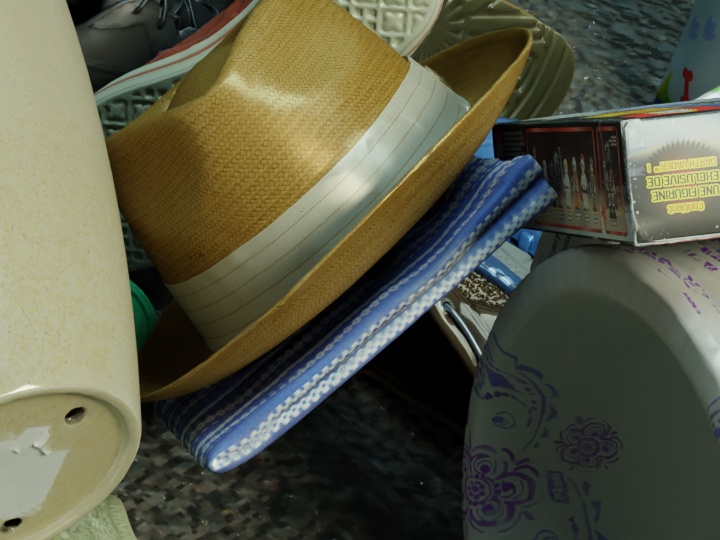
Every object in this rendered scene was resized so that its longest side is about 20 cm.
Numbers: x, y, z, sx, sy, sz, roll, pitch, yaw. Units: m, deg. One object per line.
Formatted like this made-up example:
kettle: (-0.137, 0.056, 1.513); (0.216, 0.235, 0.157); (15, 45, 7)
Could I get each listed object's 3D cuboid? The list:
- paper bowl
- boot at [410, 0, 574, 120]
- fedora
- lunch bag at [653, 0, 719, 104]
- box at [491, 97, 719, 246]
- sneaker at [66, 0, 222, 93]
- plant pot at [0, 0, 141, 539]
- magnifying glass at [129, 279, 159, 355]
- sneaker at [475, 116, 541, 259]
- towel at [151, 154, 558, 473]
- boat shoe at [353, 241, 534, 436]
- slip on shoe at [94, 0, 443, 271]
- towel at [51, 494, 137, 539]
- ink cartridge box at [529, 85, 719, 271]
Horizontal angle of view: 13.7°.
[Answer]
paper bowl: (0.119, 0.088, 0.939); (0.104, 0.201, 0.201); (-5, 37, -23)
boot: (-0.020, -0.133, 1.288); (0.175, 0.066, 0.200); (34, 2, -39)
fedora: (-0.032, -0.042, 1.019); (0.082, 0.200, 0.201); (46, 30, -11)
lunch bag: (0.237, -0.091, 1.308); (0.127, 0.170, 0.200); (-8, 40, -33)
box: (0.127, -0.036, 0.953); (0.136, 0.040, 0.200); (-6, 3, -7)
sneaker: (-0.083, -0.086, 1.236); (0.199, 0.091, 0.076); (0, 33, -26)
plant pot: (-0.153, -0.008, 0.967); (0.187, 0.188, 0.200); (-8, 53, -33)
magnifying glass: (-0.143, -0.002, 1.135); (0.079, 0.022, 0.200); (-21, 44, -24)
sneaker: (0.082, -0.004, 1.201); (0.200, 0.066, 0.078); (25, 32, 14)
towel: (-0.011, 0.007, 1.022); (0.024, 0.145, 0.200); (49, -5, -9)
boat shoe: (0.000, 0.000, 1.155); (0.200, 0.072, 0.072); (29, 41, 27)
slip on shoe: (-0.048, -0.067, 1.149); (0.074, 0.200, 0.061); (49, 17, -9)
towel: (-0.139, 0.124, 0.931); (0.200, 0.037, 0.148); (-7, 37, -33)
ink cartridge box: (0.179, 0.027, 1.079); (0.145, 0.084, 0.200); (-29, 70, -18)
